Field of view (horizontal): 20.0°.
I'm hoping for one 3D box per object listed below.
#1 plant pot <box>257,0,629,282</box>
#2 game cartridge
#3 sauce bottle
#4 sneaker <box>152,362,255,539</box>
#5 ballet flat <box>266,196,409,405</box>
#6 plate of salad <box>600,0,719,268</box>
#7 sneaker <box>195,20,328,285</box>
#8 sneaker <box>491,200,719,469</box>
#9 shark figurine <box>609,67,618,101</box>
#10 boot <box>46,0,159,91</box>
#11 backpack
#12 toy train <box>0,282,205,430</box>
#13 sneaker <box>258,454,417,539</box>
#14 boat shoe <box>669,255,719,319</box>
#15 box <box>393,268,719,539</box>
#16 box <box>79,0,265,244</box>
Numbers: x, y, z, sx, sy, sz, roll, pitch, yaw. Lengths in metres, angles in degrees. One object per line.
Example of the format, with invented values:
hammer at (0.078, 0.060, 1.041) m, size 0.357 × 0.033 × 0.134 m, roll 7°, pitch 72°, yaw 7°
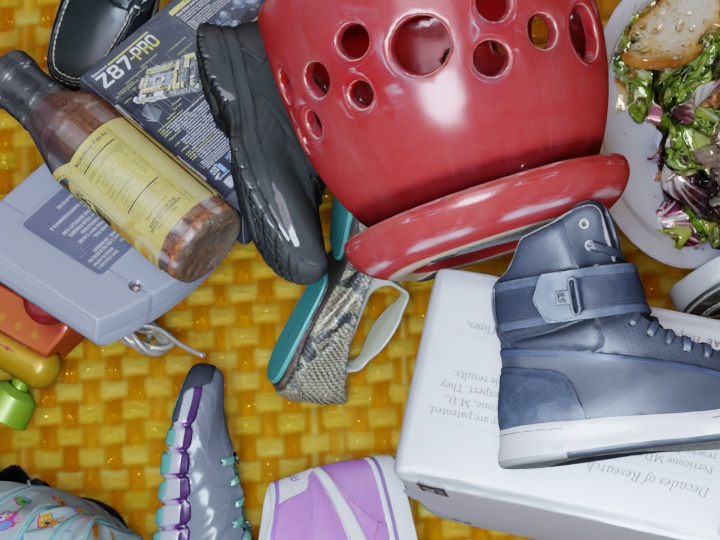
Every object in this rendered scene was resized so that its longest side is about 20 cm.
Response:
plant pot at (0.058, -0.100, 1.219) m, size 0.200 × 0.200 × 0.183 m, roll -18°, pitch 83°, yaw 4°
game cartridge at (-0.156, -0.037, 1.381) m, size 0.133 × 0.041 × 0.200 m, roll 29°, pitch 49°, yaw 16°
sauce bottle at (-0.167, -0.073, 1.344) m, size 0.200 × 0.066 × 0.066 m, roll 40°, pitch 85°, yaw 22°
sneaker at (-0.092, 0.164, 1.359) m, size 0.087 × 0.074 × 0.201 m, roll 8°, pitch 88°, yaw 0°
ballet flat at (0.000, 0.000, 1.359) m, size 0.075 × 0.068 × 0.200 m, roll 14°, pitch 109°, yaw -15°
plate of salad at (0.225, -0.101, 1.322) m, size 0.048 × 0.200 × 0.200 m, roll 5°, pitch 72°, yaw 52°
sneaker at (-0.044, -0.085, 1.307) m, size 0.091 × 0.076 × 0.200 m, roll -14°, pitch 64°, yaw -7°
sneaker at (0.171, 0.029, 1.135) m, size 0.202 × 0.077 × 0.147 m, roll -5°, pitch 78°, yaw 8°
shark figurine at (0.102, -0.077, 1.393) m, size 0.214 × 0.128 × 0.090 m, roll -21°, pitch 38°, yaw 29°
boot at (-0.179, -0.233, 1.419) m, size 0.073 × 0.154 × 0.204 m, roll 23°, pitch 80°, yaw 13°
backpack at (-0.211, 0.201, 1.290) m, size 0.126 × 0.200 × 0.167 m, roll 6°, pitch 76°, yaw 13°
toy train at (-0.217, 0.060, 1.395) m, size 0.200 × 0.085 × 0.116 m, roll 29°, pitch 92°, yaw 14°
sneaker at (-0.011, 0.222, 1.308) m, size 0.114 × 0.073 × 0.201 m, roll -8°, pitch 62°, yaw -21°
boat shoe at (0.303, 0.004, 1.332) m, size 0.200 × 0.071 × 0.064 m, roll -17°, pitch 73°, yaw 2°
box at (0.137, 0.099, 1.266) m, size 0.200 × 0.199 × 0.131 m, roll 11°, pitch 79°, yaw 11°
box at (-0.067, -0.135, 1.403) m, size 0.161 × 0.049 × 0.200 m, roll 39°, pitch 68°, yaw 16°
